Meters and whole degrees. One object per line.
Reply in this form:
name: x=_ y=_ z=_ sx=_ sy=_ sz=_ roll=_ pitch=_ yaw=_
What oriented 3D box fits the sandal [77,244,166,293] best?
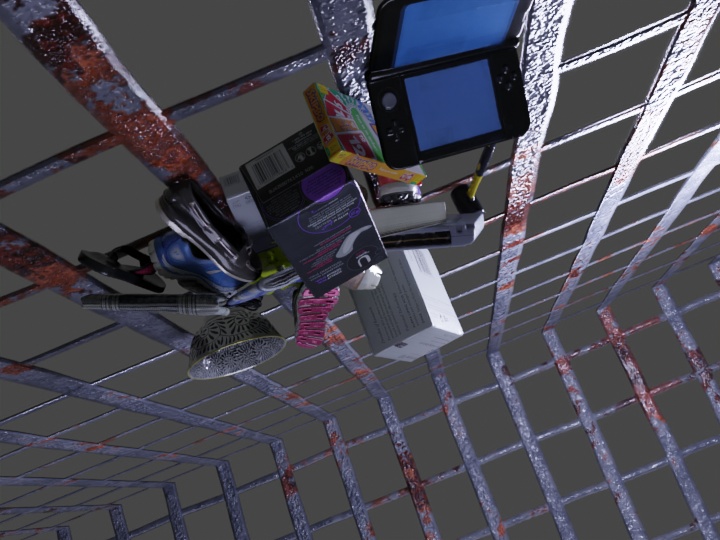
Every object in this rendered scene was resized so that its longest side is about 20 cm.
sandal: x=-0.317 y=-0.008 z=1.008 sx=0.046 sy=0.074 sz=0.200 roll=-64 pitch=170 yaw=-4

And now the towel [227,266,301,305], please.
towel: x=-0.118 y=0.015 z=1.120 sx=0.145 sy=0.024 sz=0.199 roll=-22 pitch=180 yaw=-26

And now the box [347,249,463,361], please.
box: x=0.081 y=0.055 z=1.406 sx=0.129 sy=0.203 sz=0.198 roll=-28 pitch=161 yaw=18

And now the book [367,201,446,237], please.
book: x=0.018 y=-0.080 z=1.150 sx=0.197 sy=0.049 sz=0.133 roll=-12 pitch=-170 yaw=-25

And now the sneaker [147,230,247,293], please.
sneaker: x=-0.211 y=-0.021 z=1.072 sx=0.088 sy=0.080 sz=0.199 roll=-28 pitch=160 yaw=26

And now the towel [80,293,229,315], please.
towel: x=-0.292 y=0.051 z=1.071 sx=0.188 sy=0.035 sz=0.200 roll=1 pitch=179 yaw=-6

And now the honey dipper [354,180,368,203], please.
honey dipper: x=-0.047 y=-0.129 z=1.022 sx=0.038 sy=0.039 sz=0.199 roll=-28 pitch=159 yaw=19

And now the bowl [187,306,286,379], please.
bowl: x=-0.250 y=0.128 z=1.409 sx=0.197 sy=0.096 sz=0.201 roll=-19 pitch=162 yaw=-6

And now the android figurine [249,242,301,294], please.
android figurine: x=-0.108 y=-0.015 z=1.264 sx=0.179 sy=0.042 sz=0.200 roll=-23 pitch=163 yaw=6

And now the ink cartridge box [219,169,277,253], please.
ink cartridge box: x=-0.131 y=-0.089 z=1.036 sx=0.098 sy=0.040 sz=0.201 roll=-21 pitch=160 yaw=-6

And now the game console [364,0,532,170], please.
game console: x=0.114 y=-0.223 z=0.828 sx=0.197 sy=0.179 sz=0.116 roll=-16 pitch=-171 yaw=-13

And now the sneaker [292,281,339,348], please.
sneaker: x=-0.087 y=0.049 z=1.311 sx=0.072 sy=0.088 sz=0.202 roll=0 pitch=137 yaw=-15

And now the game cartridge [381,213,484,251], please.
game cartridge: x=0.102 y=-0.064 z=1.207 sx=0.196 sy=0.041 sz=0.133 roll=-3 pitch=-164 yaw=19

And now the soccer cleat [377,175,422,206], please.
soccer cleat: x=0.055 y=-0.137 z=1.079 sx=0.067 sy=0.075 sz=0.200 roll=-6 pitch=-179 yaw=4

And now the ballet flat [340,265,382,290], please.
ballet flat: x=0.000 y=0.000 z=1.154 sx=0.069 sy=0.066 sz=0.200 roll=-63 pitch=-177 yaw=2

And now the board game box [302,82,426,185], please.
board game box: x=0.014 y=-0.163 z=0.901 sx=0.030 sy=0.097 sz=0.199 roll=-32 pitch=159 yaw=28

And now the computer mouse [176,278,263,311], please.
computer mouse: x=-0.237 y=0.023 z=1.200 sx=0.107 sy=0.045 sz=0.200 roll=2 pitch=163 yaw=10

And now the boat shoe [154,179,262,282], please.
boat shoe: x=-0.185 y=-0.049 z=0.974 sx=0.057 sy=0.068 sz=0.200 roll=-33 pitch=137 yaw=15

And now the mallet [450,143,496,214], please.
mallet: x=0.197 y=-0.147 z=1.194 sx=0.041 sy=0.067 sz=0.201 roll=-18 pitch=161 yaw=-17

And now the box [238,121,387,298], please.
box: x=-0.055 y=-0.072 z=0.938 sx=0.121 sy=0.107 sz=0.201 roll=-28 pitch=150 yaw=-1
